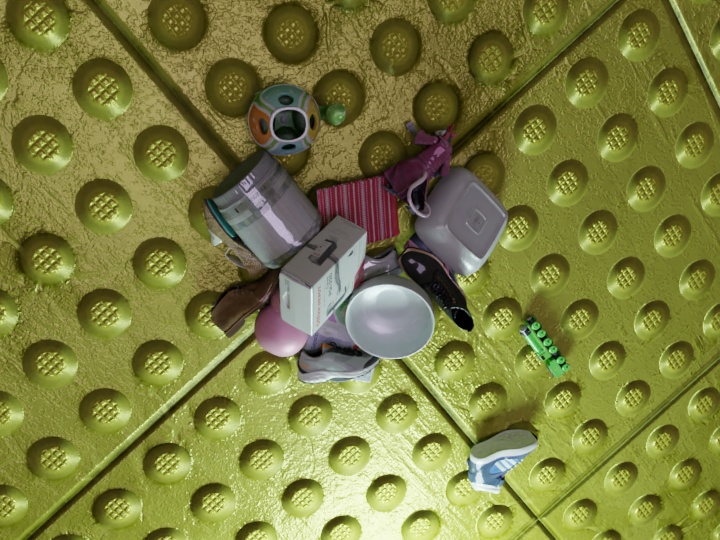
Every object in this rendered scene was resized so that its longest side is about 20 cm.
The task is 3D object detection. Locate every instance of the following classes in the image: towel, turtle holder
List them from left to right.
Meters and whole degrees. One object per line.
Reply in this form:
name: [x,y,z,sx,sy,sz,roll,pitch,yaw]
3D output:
turtle holder: [-0.133,-0.293,1.354,0.182,0.132,0.144,18,102,-19]
towel: [-0.003,-0.126,1.481,0.196,0.022,0.148,-15,112,-24]

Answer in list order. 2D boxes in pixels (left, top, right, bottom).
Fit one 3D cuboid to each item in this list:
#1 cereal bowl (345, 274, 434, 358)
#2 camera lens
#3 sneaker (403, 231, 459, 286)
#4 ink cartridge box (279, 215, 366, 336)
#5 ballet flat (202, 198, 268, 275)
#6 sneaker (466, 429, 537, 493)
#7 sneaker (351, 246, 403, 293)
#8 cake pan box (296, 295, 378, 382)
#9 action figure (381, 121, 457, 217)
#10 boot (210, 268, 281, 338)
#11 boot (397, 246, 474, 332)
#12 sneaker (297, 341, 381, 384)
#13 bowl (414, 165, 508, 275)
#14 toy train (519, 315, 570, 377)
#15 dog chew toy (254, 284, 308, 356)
cereal bowl: [0.067,0.092,1.493,0.195,0.084,0.204,3,121,5]
camera lens: [-0.186,-0.120,1.382,0.159,0.160,0.201,-39,113,1]
sneaker: [0.166,0.001,1.566,0.081,0.070,0.203,-31,105,-7]
ink cartridge box: [-0.074,0.009,1.373,0.200,0.084,0.148,-45,152,-37]
ballet flat: [-0.276,-0.062,1.431,0.065,0.071,0.200,-37,110,16]
sneaker: [0.375,0.514,1.792,0.195,0.081,0.150,-14,119,-14]
sneaker: [0.000,0.000,1.527,0.196,0.073,0.072,-20,103,-18]
cake pan box: [-0.042,0.156,1.572,0.180,0.052,0.205,12,104,-16]
action figure: [0.137,-0.232,1.438,0.133,0.149,0.201,40,93,-21]
boot: [-0.247,0.053,1.475,0.200,0.074,0.075,-45,106,6]
boot: [0.171,0.039,1.472,0.198,0.139,0.078,36,105,-17]
sneaker: [-0.047,0.198,1.520,0.195,0.074,0.081,-8,104,-12]
bowl: [0.240,-0.111,1.514,0.199,0.074,0.202,41,73,-23]
toy train: [0.469,0.197,1.728,0.056,0.042,0.201,-36,113,11]
dog chew toy: [-0.152,0.083,1.481,0.123,0.124,0.203,24,96,-21]
